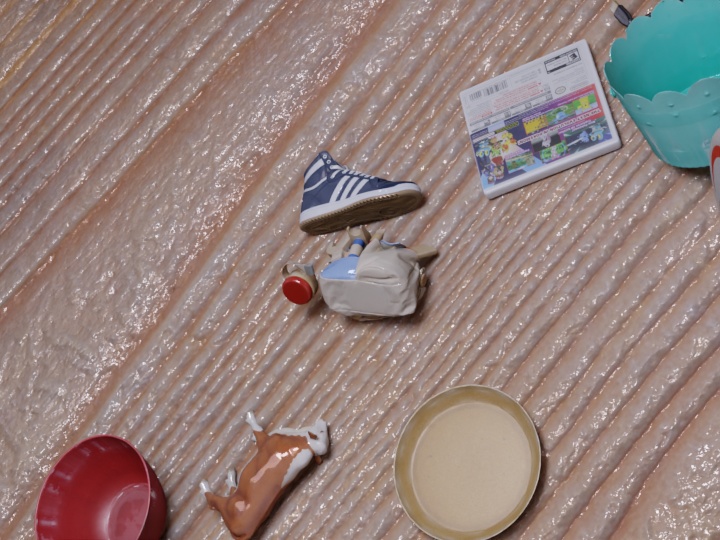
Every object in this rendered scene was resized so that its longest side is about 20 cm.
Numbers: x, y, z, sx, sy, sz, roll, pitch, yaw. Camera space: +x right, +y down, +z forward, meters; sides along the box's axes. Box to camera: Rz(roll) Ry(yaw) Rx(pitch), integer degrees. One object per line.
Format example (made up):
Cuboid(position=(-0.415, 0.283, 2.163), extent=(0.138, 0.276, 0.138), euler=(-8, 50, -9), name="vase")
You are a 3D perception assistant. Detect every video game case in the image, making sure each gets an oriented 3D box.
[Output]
Cuboid(position=(0.249, -0.214, 1.522), extent=(0.198, 0.023, 0.184), euler=(-21, 59, 18), name="video game case")

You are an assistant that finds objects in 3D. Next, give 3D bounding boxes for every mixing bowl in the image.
Cuboid(position=(-0.349, 0.344, 1.530), extent=(0.198, 0.108, 0.203), euler=(-12, 63, 24), name="mixing bowl")

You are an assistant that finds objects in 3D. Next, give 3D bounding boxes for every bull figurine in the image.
Cuboid(position=(-0.130, 0.269, 1.475), extent=(0.121, 0.065, 0.201), euler=(33, 83, 39), name="bull figurine")

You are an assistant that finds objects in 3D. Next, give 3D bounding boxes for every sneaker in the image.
Cuboid(position=(-0.004, -0.128, 1.589), extent=(0.198, 0.070, 0.110), euler=(-13, 63, 26), name="sneaker")

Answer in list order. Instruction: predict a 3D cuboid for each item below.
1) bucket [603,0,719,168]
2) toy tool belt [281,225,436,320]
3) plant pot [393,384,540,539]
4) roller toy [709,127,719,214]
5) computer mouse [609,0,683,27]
Cuboid(position=(0.420, -0.238, 1.340), extent=(0.205, 0.135, 0.209), euler=(-23, 38, 19), name="bucket")
Cuboid(position=(0.000, 0.000, 1.515), extent=(0.198, 0.126, 0.123), euler=(2, 37, 26), name="toy tool belt")
Cuboid(position=(0.136, 0.245, 1.364), extent=(0.198, 0.027, 0.202), euler=(-11, 63, 23), name="plant pot")
Cuboid(position=(0.479, -0.089, 1.231), extent=(0.138, 0.200, 0.184), euler=(-15, 63, 7), name="roller toy")
Cuboid(position=(0.406, -0.416, 1.523), extent=(0.140, 0.046, 0.201), euler=(-35, 60, 15), name="computer mouse")
